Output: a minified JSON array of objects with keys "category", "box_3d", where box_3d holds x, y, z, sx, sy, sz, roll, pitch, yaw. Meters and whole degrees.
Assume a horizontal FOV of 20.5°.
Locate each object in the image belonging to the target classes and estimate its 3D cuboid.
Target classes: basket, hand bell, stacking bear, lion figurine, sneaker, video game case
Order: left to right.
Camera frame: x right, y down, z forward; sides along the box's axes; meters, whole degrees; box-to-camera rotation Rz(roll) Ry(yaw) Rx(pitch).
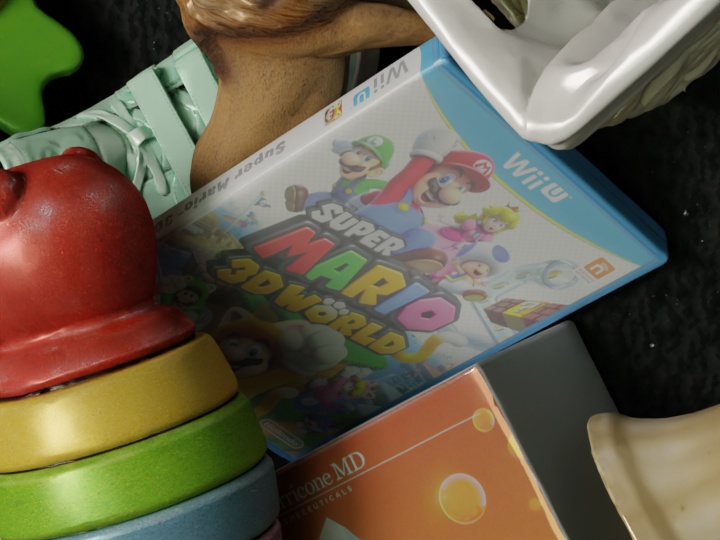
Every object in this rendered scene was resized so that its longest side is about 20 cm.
[{"category":"stacking bear","box_3d":[-0.095,0.056,0.734,0.113,0.121,0.201,-13,97,33]},{"category":"sneaker","box_3d":[-0.086,-0.050,0.821,0.200,0.118,0.074,-36,80,26]},{"category":"lion figurine","box_3d":[-0.030,-0.068,0.764,0.122,0.073,0.201,1,120,-14]},{"category":"video game case","box_3d":[0.000,0.000,0.784,0.199,0.143,0.018,-31,41,28]},{"category":"basket","box_3d":[0.111,-0.156,0.696,0.200,0.123,0.136,-44,77,26]},{"category":"hand bell","box_3d":[0.192,0.044,0.722,0.200,0.104,0.104,-35,81,15]}]

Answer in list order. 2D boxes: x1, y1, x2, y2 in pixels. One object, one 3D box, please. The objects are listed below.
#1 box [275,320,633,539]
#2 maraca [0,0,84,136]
[{"category":"box","box_3d":[0.063,0.141,0.785,0.124,0.097,0.201,-30,84,29]},{"category":"maraca","box_3d":[-0.199,-0.138,0.863,0.201,0.136,0.107,65,163,11]}]
